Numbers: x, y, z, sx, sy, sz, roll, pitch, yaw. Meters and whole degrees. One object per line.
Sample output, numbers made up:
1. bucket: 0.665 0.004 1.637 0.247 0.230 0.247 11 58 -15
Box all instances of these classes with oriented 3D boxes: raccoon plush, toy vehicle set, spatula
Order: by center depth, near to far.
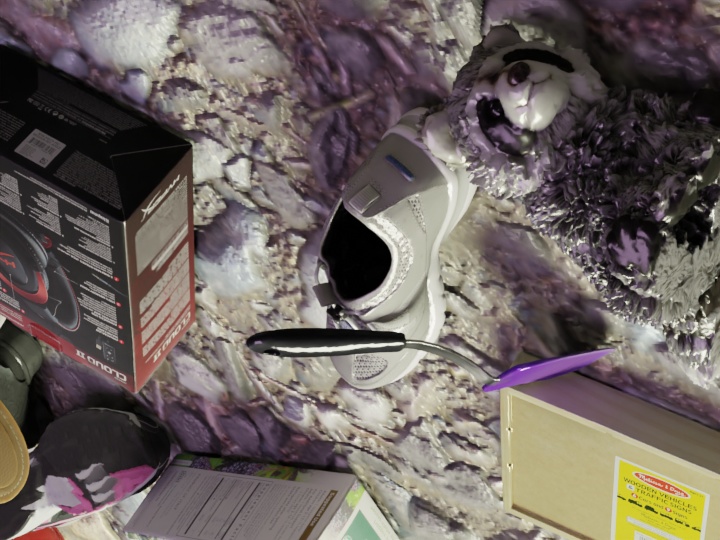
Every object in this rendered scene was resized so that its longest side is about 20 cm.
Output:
1. raccoon plush: 0.101 -0.022 0.737 0.133 0.097 0.201 26 146 31
2. spatula: 0.036 0.045 0.831 0.198 0.021 0.057 8 159 -18
3. toy vehicle set: 0.173 0.130 0.899 0.198 0.027 0.125 22 143 23

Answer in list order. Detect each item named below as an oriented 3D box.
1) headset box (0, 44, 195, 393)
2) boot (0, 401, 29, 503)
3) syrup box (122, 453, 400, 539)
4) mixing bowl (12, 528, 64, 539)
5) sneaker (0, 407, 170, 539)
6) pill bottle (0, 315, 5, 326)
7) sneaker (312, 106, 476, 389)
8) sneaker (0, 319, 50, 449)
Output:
1. headset box: -0.184 -0.023 1.007 0.148 0.075 0.201 27 145 16
2. boot: -0.343 0.106 1.122 0.199 0.077 0.155 31 152 -27
3. syrup box: -0.072 0.195 1.156 0.199 0.082 0.079 -1 132 43
4. mixing bowl: -0.342 0.278 1.480 0.199 0.109 0.201 25 144 20
5. sneaker: -0.220 0.158 1.267 0.199 0.086 0.081 -20 79 34
6. pill bottle: -0.352 0.014 1.173 0.199 0.114 0.114 -9 125 47
7. sneaker: 0.000 0.000 0.847 0.075 0.082 0.201 40 145 23
8. sneaker: -0.297 0.111 1.244 0.060 0.104 0.201 30 146 10
